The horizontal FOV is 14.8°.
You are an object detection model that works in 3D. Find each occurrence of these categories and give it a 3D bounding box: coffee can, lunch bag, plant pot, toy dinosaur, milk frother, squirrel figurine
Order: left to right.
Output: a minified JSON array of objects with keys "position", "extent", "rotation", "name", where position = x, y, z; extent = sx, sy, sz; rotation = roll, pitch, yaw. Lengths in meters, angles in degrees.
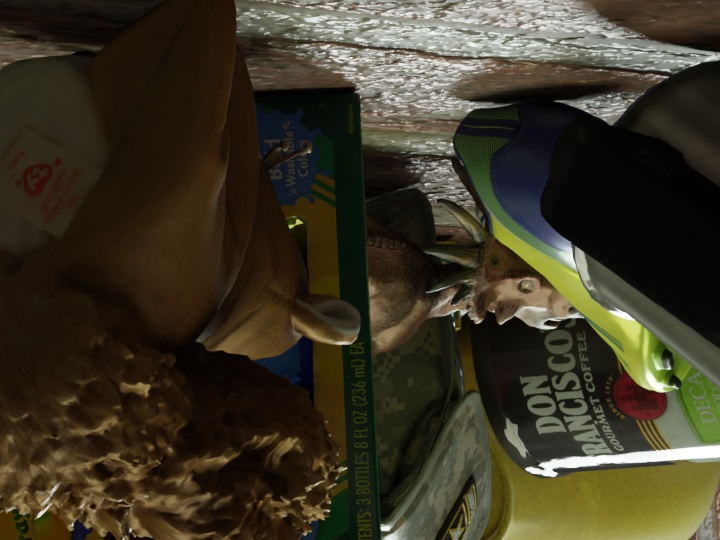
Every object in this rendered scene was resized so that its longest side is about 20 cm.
[{"position":[-0.075,0.014,0.981],"extent":[0.141,0.201,0.187],"rotation":[-12,159,15],"name":"squirrel figurine"},{"position":[0.000,0.000,1.293],"extent":[0.199,0.086,0.135],"rotation":[-5,166,-42],"name":"toy dinosaur"},{"position":[0.006,0.087,1.425],"extent":[0.117,0.201,0.164],"rotation":[-9,147,0],"name":"lunch bag"},{"position":[0.100,0.106,1.705],"extent":[0.142,0.201,0.199],"rotation":[-20,-173,-42],"name":"plant pot"},{"position":[0.177,0.028,1.445],"extent":[0.199,0.147,0.146],"rotation":[-7,172,31],"name":"coffee can"},{"position":[0.190,-0.036,1.035],"extent":[0.180,0.200,0.188],"rotation":[39,-179,-45],"name":"milk frother"}]

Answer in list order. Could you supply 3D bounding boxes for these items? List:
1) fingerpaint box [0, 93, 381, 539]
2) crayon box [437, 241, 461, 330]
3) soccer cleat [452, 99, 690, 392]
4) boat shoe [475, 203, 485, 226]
[{"position":[-0.078,0.032,1.144],"extent":[0.166,0.201,0.073],"rotation":[-2,172,-3],"name":"fingerpaint box"},{"position":[-0.050,0.023,1.687],"extent":[0.199,0.059,0.173],"rotation":[-2,173,-8],"name":"crayon box"},{"position":[0.102,-0.013,1.233],"extent":[0.083,0.065,0.200],"rotation":[16,158,33],"name":"soccer cleat"},{"position":[0.140,-0.009,1.336],"extent":[0.199,0.093,0.074],"rotation":[-9,171,41],"name":"boat shoe"}]
